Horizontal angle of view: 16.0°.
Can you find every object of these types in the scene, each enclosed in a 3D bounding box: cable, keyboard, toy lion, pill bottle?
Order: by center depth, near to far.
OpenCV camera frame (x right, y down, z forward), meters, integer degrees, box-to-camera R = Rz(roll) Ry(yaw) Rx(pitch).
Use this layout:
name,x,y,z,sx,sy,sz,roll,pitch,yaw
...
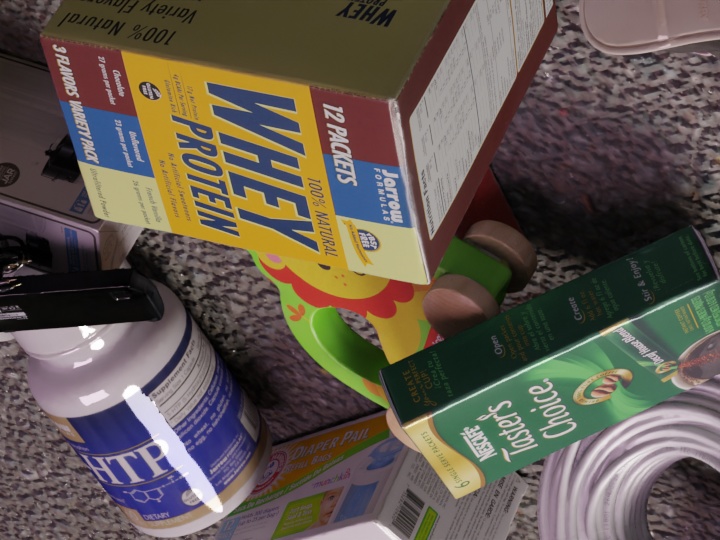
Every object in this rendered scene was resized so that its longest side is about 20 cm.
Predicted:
name,x,y,z,sx,sy,sz,roll,pitch,yaw
toy lion,0.000,0.000,1.542,0.191,0.069,0.200,29,145,10
cable,0.203,0.153,1.554,0.200,0.069,0.201,-16,82,28
keyboard,-0.224,0.007,1.554,0.199,0.040,0.104,-5,161,4
pill bottle,-0.156,0.075,1.738,0.119,0.120,0.200,-5,133,37

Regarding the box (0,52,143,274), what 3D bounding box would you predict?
name,x,y,z,sx,sy,sz,roll,pitch,yaw
box,-0.228,-0.073,1.609,0.200,0.117,0.060,18,143,15

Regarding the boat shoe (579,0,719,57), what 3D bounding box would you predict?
name,x,y,z,sx,sy,sz,roll,pitch,yaw
boat shoe,0.201,-0.135,1.283,0.200,0.057,0.067,7,107,43

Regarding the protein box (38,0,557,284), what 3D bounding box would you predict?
name,x,y,z,sx,sy,sz,roll,pitch,yaw
protein box,-0.025,-0.124,1.342,0.198,0.200,0.135,12,141,21

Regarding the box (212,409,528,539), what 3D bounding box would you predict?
name,x,y,z,sx,sy,sz,roll,pitch,yaw
box,0.000,0.177,1.764,0.101,0.113,0.200,43,142,-22

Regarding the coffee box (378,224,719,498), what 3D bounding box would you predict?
name,x,y,z,sx,sy,sz,roll,pitch,yaw
coffee box,0.121,0.056,1.482,0.200,0.044,0.123,-25,150,4

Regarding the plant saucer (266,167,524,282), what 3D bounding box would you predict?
name,x,y,z,sx,sy,sz,roll,pitch,yaw
plant saucer,-0.017,-0.058,1.558,0.199,0.037,0.200,0,136,33

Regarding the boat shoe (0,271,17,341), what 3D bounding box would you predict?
name,x,y,z,sx,sy,sz,roll,pitch,yaw
boat shoe,-0.255,-0.025,1.736,0.064,0.071,0.200,49,163,28
